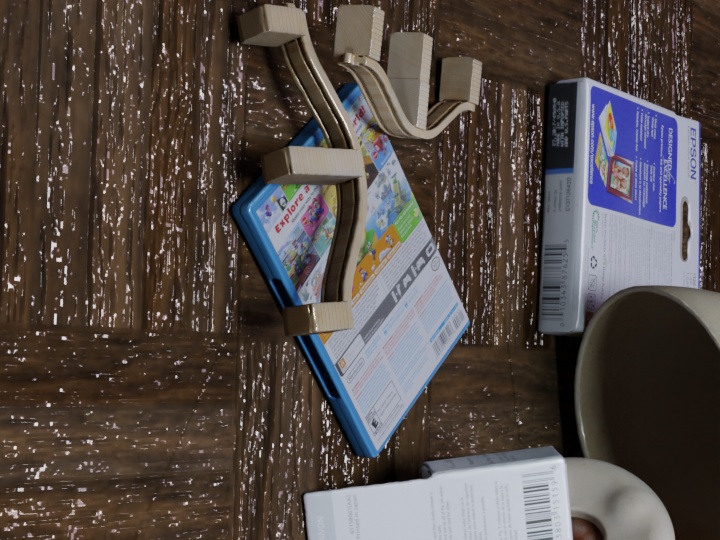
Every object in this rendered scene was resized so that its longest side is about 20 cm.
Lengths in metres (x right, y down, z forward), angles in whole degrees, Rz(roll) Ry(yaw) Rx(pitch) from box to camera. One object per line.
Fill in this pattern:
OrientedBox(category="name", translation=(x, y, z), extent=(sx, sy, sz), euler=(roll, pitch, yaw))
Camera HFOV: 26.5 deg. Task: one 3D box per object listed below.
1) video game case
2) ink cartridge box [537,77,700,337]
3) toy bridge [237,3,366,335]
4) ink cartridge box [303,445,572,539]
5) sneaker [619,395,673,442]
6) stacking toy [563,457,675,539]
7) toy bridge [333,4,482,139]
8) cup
OrientedBox(category="video game case", translation=(0.000, 0.000, 0.999), extent=(0.143, 0.018, 0.201), euler=(-51, 127, -39))
OrientedBox(category="ink cartridge box", translation=(0.216, -0.041, 1.255), extent=(0.199, 0.047, 0.200), euler=(10, 80, -53))
OrientedBox(category="toy bridge", translation=(-0.028, -0.063, 0.917), extent=(0.067, 0.027, 0.202), euler=(-2, 80, -47))
OrientedBox(category="ink cartridge box", translation=(0.056, 0.226, 1.000), extent=(0.044, 0.172, 0.202), euler=(-138, -137, -82))
OrientedBox(category="sneaker", translation=(0.232, 0.196, 1.245), extent=(0.090, 0.069, 0.201), euler=(-49, 128, -44))
OrientedBox(category="stacking toy", translation=(0.161, 0.251, 1.141), extent=(0.146, 0.145, 0.201), euler=(-55, 148, -36))
OrientedBox(category="toy bridge", translation=(0.031, -0.121, 0.998), extent=(0.200, 0.027, 0.068), euler=(6, 89, -66))
OrientedBox(category="cup", translation=(0.274, 0.102, 1.135), extent=(0.142, 0.200, 0.202), euler=(-8, 96, -27))
